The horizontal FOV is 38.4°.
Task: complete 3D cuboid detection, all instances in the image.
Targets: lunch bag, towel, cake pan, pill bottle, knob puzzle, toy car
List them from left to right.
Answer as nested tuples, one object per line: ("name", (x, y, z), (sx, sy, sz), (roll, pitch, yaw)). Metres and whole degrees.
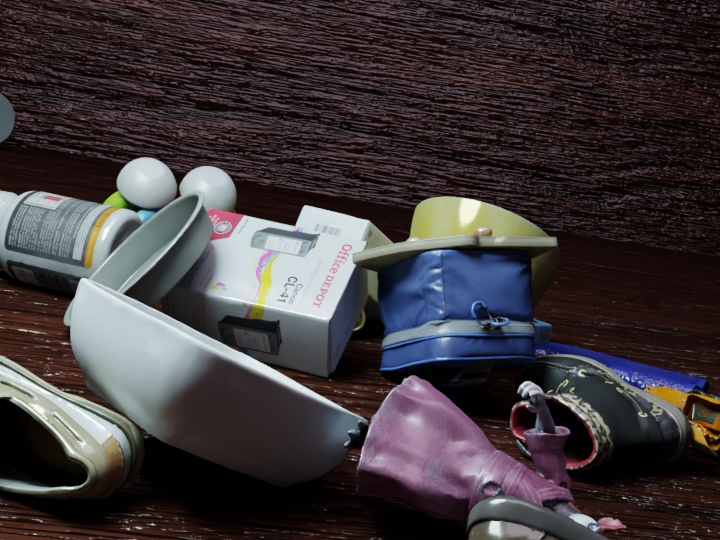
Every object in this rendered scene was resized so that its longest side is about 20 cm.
("pill bottle", (-0.374, -0.035, 1.278), (0.196, 0.119, 0.116), (12, 9, 15))
("cake pan", (-0.230, -0.003, 1.099), (0.037, 0.200, 0.200), (47, -5, -20))
("toy car", (-0.266, -0.050, 1.456), (0.196, 0.176, 0.152), (6, 46, -21))
("knob puzzle", (0.087, -0.024, 1.115), (0.215, 0.031, 0.220), (-3, -8, 0))
("lunch bag", (0.103, 0.057, 1.098), (0.133, 0.135, 0.200), (1, -9, -19))
("towel", (0.300, 0.131, 1.210), (0.197, 0.051, 0.147), (14, 3, 26))

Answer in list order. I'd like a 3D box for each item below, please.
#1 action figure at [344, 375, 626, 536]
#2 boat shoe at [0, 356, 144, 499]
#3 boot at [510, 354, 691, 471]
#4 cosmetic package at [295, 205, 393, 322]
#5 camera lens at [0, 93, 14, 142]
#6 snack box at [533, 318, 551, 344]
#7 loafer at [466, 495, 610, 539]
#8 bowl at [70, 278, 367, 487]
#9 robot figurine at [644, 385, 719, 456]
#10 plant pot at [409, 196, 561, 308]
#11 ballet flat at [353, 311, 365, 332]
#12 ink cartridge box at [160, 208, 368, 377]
("action figure", (0.087, 0.161, 0.725), (0.198, 0.135, 0.150), (26, -29, 19))
("boat shoe", (-0.246, 0.102, 0.693), (0.196, 0.076, 0.068), (12, 4, 11))
("boot", (0.197, 0.135, 0.992), (0.149, 0.075, 0.199), (1, 18, -43))
("cosmetic package", (0.000, 0.000, 1.352), (0.111, 0.082, 0.200), (15, -16, 36))
("camera lens", (-1.080, -0.438, 2.899), (0.198, 0.163, 0.158), (17, 12, 43))
("snack box", (0.157, 0.068, 1.460), (0.115, 0.038, 0.198), (2, 11, -41))
("loafer", (0.148, 0.199, 0.588), (0.196, 0.074, 0.072), (18, 54, 11))
("bowl", (-0.116, 0.090, 0.768), (0.198, 0.076, 0.199), (20, -10, 47))
("robot figurine", (0.373, 0.164, 0.990), (0.143, 0.059, 0.199), (17, 3, -36))
("plant pot", (0.138, 0.021, 1.299), (0.197, 0.144, 0.201), (19, -18, 6))
("ballet flat", (-0.076, 0.046, 1.253), (0.197, 0.070, 0.063), (2, 16, -37))
("ink cartridge box", (-0.103, 0.021, 1.144), (0.196, 0.087, 0.149), (10, 40, 13))
